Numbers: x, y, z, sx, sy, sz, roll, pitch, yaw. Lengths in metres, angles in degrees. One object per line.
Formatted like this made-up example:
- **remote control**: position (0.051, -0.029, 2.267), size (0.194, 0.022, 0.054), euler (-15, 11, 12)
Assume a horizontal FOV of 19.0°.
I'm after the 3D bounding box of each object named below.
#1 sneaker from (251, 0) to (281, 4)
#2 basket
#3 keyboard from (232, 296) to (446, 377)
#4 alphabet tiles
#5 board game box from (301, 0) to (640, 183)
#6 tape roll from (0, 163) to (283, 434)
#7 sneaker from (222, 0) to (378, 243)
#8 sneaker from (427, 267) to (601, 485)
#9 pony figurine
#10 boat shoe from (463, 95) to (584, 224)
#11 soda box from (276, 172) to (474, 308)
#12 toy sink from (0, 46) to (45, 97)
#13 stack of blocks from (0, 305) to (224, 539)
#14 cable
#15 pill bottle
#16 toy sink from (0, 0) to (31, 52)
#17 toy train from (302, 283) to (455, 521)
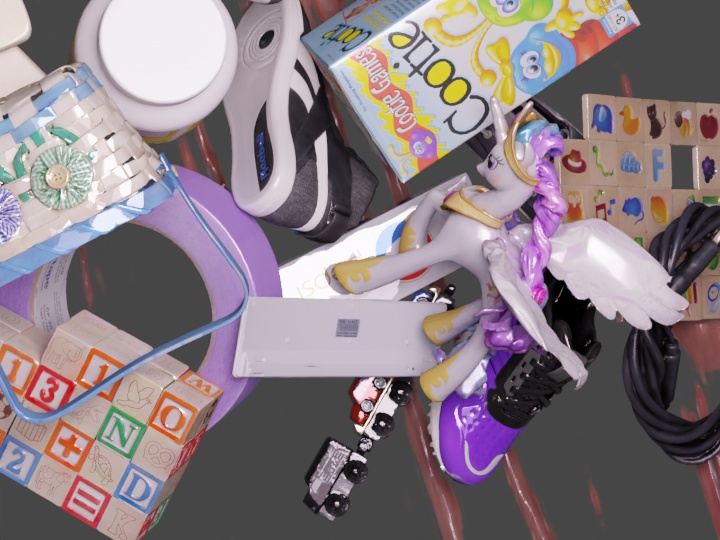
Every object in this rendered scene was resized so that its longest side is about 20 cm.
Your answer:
- **sneaker**: position (-0.148, -0.237, 1.521), size (0.108, 0.067, 0.201), euler (-27, 57, -32)
- **basket**: position (-0.191, -0.019, 1.395), size (0.176, 0.139, 0.200), euler (-30, 105, 4)
- **keyboard**: position (-0.011, 0.048, 1.529), size (0.200, 0.011, 0.056), euler (3, 94, -45)
- **alphabet tiles**: position (0.210, -0.045, 1.603), size (0.200, 0.008, 0.167), euler (-1, 89, -45)
- **board game box**: position (0.076, -0.168, 1.517), size (0.200, 0.105, 0.103), euler (-33, 111, -1)
- **tape roll**: position (-0.158, 0.026, 1.526), size (0.200, 0.066, 0.200), euler (3, 101, 14)
- **sneaker**: position (-0.040, -0.104, 1.581), size (0.112, 0.073, 0.200), euler (30, 46, -37)
- **sneaker**: position (0.123, 0.069, 1.586), size (0.070, 0.099, 0.200), euler (27, 83, -38)
- **pony figurine**: position (0.101, 0.002, 1.477), size (0.193, 0.200, 0.167), euler (53, 37, 9)
- **boat shoe**: position (0.136, -0.083, 1.619), size (0.200, 0.063, 0.073), euler (42, 83, -6)
- **soda box**: position (0.000, 0.000, 1.592), size (0.200, 0.068, 0.064), euler (-28, 93, -9)
- **toy sink**: position (-0.301, -0.121, 1.514), size (0.200, 0.112, 0.130), euler (44, 83, -2)
- **stack of blocks**: position (-0.210, 0.088, 1.486), size (0.200, 0.059, 0.115), euler (29, 106, 7)
- **cable**: position (0.259, 0.051, 1.612), size (0.163, 0.051, 0.200), euler (1, 103, -45)
- **pill bottle**: position (-0.145, -0.149, 1.503), size (0.112, 0.200, 0.113), euler (0, 89, -10)
- **toy sink**: position (-0.328, -0.179, 1.394), size (0.200, 0.112, 0.130), euler (-24, 89, -8)
- **toy train**: position (0.013, 0.093, 1.612), size (0.046, 0.034, 0.200), euler (30, 84, 3)
